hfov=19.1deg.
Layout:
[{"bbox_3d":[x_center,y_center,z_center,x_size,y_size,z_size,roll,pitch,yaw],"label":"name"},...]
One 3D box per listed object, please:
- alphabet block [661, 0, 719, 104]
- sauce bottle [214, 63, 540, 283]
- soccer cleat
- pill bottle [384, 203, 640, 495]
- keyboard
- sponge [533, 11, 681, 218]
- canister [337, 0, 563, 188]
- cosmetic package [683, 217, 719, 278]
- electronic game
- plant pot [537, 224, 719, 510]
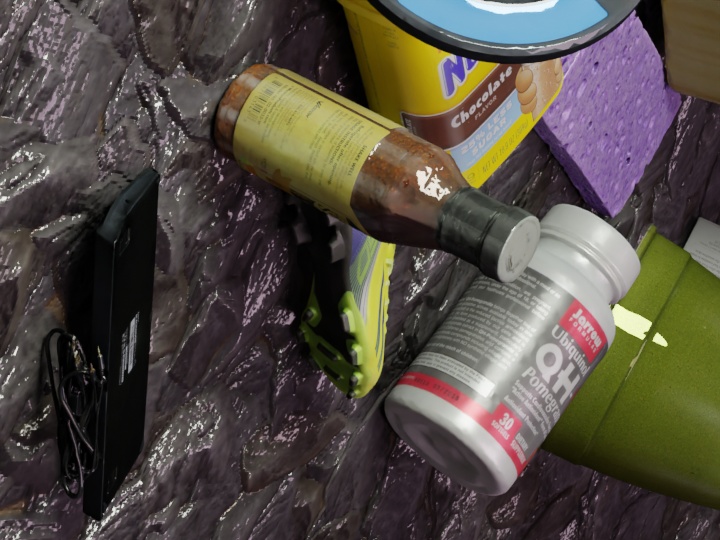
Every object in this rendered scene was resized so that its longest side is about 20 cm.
[{"bbox_3d":[0.346,-0.233,1.566,0.196,0.199,0.197,-55,150,-30],"label":"alphabet block"},{"bbox_3d":[0.008,-0.052,1.197,0.066,0.199,0.066,-36,143,-34],"label":"sauce bottle"},{"bbox_3d":[0.001,0.000,1.364,0.084,0.064,0.201,-38,142,-31],"label":"soccer cleat"},{"bbox_3d":[0.115,0.053,1.547,0.201,0.110,0.111,-53,150,-18],"label":"pill bottle"},{"bbox_3d":[-0.150,0.045,1.208,0.104,0.039,0.202,-61,161,-56],"label":"keyboard"},{"bbox_3d":[0.180,-0.126,1.587,0.112,0.030,0.200,-59,151,-8],"label":"sponge"},{"bbox_3d":[0.057,-0.155,1.309,0.149,0.086,0.201,-49,150,-22],"label":"canister"},{"bbox_3d":[0.297,0.068,1.881,0.201,0.084,0.107,-64,153,0],"label":"cosmetic package"},{"bbox_3d":[0.075,-0.207,1.191,0.200,0.200,0.042,-48,173,-24],"label":"electronic game"},{"bbox_3d":[0.265,0.097,1.681,0.201,0.192,0.201,-60,172,-14],"label":"plant pot"}]
